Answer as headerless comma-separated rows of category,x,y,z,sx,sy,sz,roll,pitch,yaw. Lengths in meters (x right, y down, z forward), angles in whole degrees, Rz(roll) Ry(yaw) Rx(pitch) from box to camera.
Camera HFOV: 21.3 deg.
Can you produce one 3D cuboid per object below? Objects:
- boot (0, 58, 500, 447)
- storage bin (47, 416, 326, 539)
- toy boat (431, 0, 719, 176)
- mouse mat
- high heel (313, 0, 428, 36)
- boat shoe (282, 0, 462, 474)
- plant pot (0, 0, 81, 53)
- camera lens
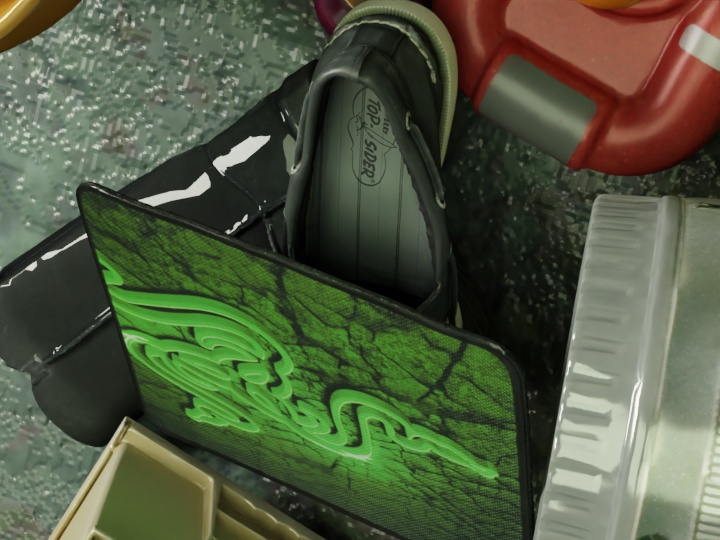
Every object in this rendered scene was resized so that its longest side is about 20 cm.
boot,-0.055,0.027,0.841,0.199,0.066,0.166,-32,91,21
storage bin,-0.078,0.211,0.857,0.198,0.094,0.201,32,110,-8
toy boat,0.103,-0.130,0.719,0.130,0.131,0.201,30,110,9
mouse mat,-0.020,0.048,0.751,0.199,0.008,0.162,22,145,25
high heel,0.027,-0.188,0.785,0.067,0.096,0.202,11,87,-4
boat shoe,0.002,0.000,0.739,0.074,0.066,0.201,14,116,13
plant pot,-0.154,-0.186,0.761,0.198,0.183,0.202,4,103,17
camera lens,0.165,0.064,0.650,0.198,0.160,0.162,10,106,6
